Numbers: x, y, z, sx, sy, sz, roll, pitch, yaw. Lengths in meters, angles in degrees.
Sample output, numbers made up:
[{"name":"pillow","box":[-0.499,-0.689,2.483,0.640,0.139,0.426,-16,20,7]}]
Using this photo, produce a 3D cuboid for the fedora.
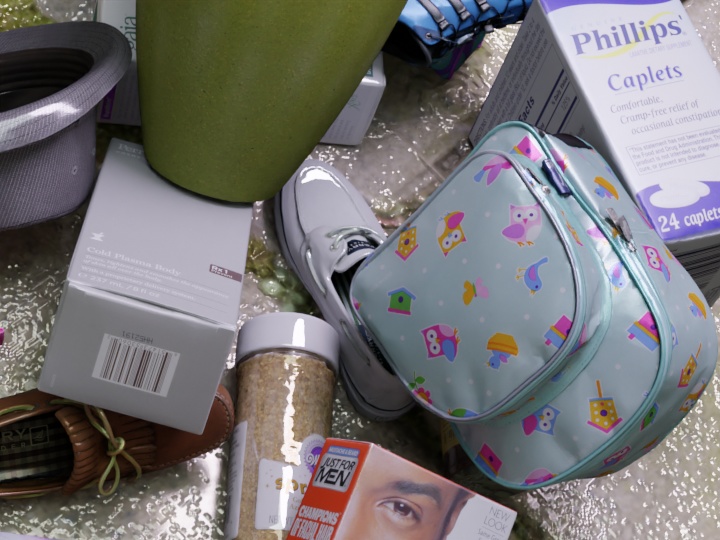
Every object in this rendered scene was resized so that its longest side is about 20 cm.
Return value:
[{"name":"fedora","box":[-0.225,-0.082,1.124,0.176,0.091,0.200,-8,24,8]}]

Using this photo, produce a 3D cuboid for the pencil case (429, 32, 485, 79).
[{"name":"pencil case","box":[0.005,-0.221,1.304,0.199,0.092,0.085,30,92,2]}]

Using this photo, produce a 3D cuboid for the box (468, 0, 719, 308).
[{"name":"box","box":[0.176,-0.069,1.206,0.104,0.184,0.201,-15,67,-20]}]

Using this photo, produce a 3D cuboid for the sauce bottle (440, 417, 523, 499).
[{"name":"sauce bottle","box":[0.082,0.050,1.185,0.064,0.065,0.201,4,62,-12]}]

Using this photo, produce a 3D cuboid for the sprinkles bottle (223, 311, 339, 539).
[{"name":"sprinkles bottle","box":[-0.050,0.128,1.107,0.068,0.068,0.201,8,61,-10]}]

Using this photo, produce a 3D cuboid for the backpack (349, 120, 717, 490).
[{"name":"backpack","box":[0.105,0.029,1.061,0.200,0.176,0.153,52,22,16]}]

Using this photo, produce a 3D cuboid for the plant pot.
[{"name":"plant pot","box":[-0.068,-0.153,1.112,0.186,0.201,0.187,16,24,-8]}]

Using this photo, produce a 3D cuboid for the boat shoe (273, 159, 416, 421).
[{"name":"boat shoe","box":[0.000,0.000,1.191,0.073,0.067,0.201,-16,67,-22]}]

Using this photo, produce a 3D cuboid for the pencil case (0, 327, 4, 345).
[{"name":"pencil case","box":[-0.311,-0.015,1.107,0.088,0.088,0.200,-30,72,-26]}]

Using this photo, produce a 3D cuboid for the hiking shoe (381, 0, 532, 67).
[{"name":"hiking shoe","box":[0.061,-0.175,1.213,0.199,0.074,0.087,1,70,0]}]

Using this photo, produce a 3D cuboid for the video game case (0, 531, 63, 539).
[{"name":"video game case","box":[-0.173,0.225,1.016,0.199,0.019,0.143,5,59,10]}]

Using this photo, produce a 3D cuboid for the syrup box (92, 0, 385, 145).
[{"name":"syrup box","box":[-0.089,-0.149,1.242,0.199,0.082,0.079,5,59,-13]}]

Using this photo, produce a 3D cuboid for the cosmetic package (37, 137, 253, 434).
[{"name":"cosmetic package","box":[-0.128,0.005,1.094,0.106,0.090,0.200,15,30,-9]}]

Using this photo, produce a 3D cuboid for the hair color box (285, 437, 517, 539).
[{"name":"hair color box","box":[0.000,0.210,1.019,0.111,0.064,0.201,27,76,-23]}]

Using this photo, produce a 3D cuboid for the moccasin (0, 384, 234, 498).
[{"name":"moccasin","box":[-0.175,0.102,1.073,0.200,0.074,0.078,-2,20,-16]}]
